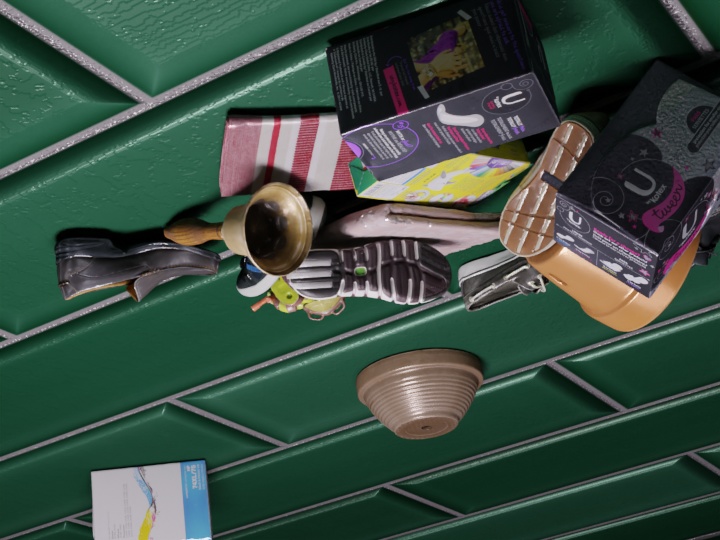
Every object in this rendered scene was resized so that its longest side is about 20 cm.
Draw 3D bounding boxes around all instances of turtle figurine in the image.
[{"bbox_3d":[-0.061,0.031,1.859,0.200,0.065,0.161,-10,169,12],"label":"turtle figurine"}]

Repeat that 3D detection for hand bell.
[{"bbox_3d":[-0.160,-0.047,1.675,0.200,0.104,0.104,2,167,45],"label":"hand bell"}]

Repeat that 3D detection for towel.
[{"bbox_3d":[-0.055,-0.133,1.611,0.200,0.023,0.144,-4,152,-12],"label":"towel"},{"bbox_3d":[0.051,-0.045,1.745,0.191,0.032,0.200,3,168,-32],"label":"towel"}]

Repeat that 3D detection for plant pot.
[{"bbox_3d":[0.286,-0.044,1.715,0.140,0.200,0.200,22,145,-20],"label":"plant pot"},{"bbox_3d":[0.097,0.202,2.261,0.200,0.093,0.201,-7,154,-4],"label":"plant pot"}]

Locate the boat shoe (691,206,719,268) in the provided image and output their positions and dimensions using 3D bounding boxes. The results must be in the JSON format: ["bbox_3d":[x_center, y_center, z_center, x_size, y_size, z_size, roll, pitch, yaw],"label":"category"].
[{"bbox_3d":[0.433,-0.031,1.904,0.074,0.066,0.199,9,150,-30],"label":"boat shoe"}]

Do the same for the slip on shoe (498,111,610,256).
[{"bbox_3d":[0.221,-0.098,1.639,0.061,0.076,0.200,-36,155,-47],"label":"slip on shoe"}]

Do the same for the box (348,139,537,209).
[{"bbox_3d":[0.099,-0.118,1.628,0.200,0.048,0.117,7,150,-43],"label":"box"}]

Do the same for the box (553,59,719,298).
[{"bbox_3d":[0.312,-0.097,1.545,0.132,0.200,0.115,33,164,20],"label":"box"}]

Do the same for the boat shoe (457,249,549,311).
[{"bbox_3d":[0.223,0.002,1.916,0.200,0.064,0.071,-22,151,28],"label":"boat shoe"}]

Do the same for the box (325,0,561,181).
[{"bbox_3d":[0.082,-0.183,1.446,0.200,0.106,0.122,-16,155,15],"label":"box"}]

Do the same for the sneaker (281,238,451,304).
[{"bbox_3d":[0.000,0.000,1.729,0.200,0.076,0.115,3,178,-19],"label":"sneaker"}]

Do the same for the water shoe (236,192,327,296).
[{"bbox_3d":[-0.114,-0.042,1.749,0.079,0.072,0.200,28,138,-17],"label":"water shoe"}]

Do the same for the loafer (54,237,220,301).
[{"bbox_3d":[-0.268,0.003,1.757,0.200,0.072,0.073,0,167,-12],"label":"loafer"}]

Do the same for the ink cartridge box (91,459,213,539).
[{"bbox_3d":[-0.361,0.429,2.535,0.199,0.146,0.147,-5,155,-6],"label":"ink cartridge box"}]
